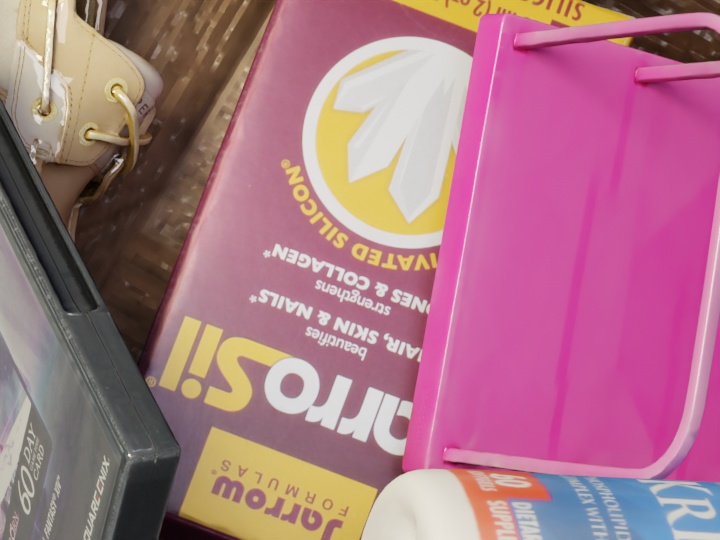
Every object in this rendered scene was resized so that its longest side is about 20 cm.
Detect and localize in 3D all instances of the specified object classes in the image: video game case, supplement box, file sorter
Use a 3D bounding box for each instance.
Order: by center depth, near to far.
[{"bbox_3d":[-0.108,0.032,0.782,0.019,0.143,0.200,-7,45,-28],"label":"video game case"},{"bbox_3d":[0.138,0.011,0.803,0.200,0.125,0.139,12,85,-32],"label":"file sorter"},{"bbox_3d":[0.000,0.000,0.863,0.110,0.086,0.200,21,80,-1],"label":"supplement box"}]

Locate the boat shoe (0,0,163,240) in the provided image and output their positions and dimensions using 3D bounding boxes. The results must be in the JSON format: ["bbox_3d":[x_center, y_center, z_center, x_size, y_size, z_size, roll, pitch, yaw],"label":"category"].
[{"bbox_3d":[-0.098,-0.061,0.872,0.069,0.074,0.200,-4,80,1],"label":"boat shoe"}]

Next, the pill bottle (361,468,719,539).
[{"bbox_3d":[0.102,0.110,0.698,0.200,0.112,0.112,3,80,-14],"label":"pill bottle"}]
